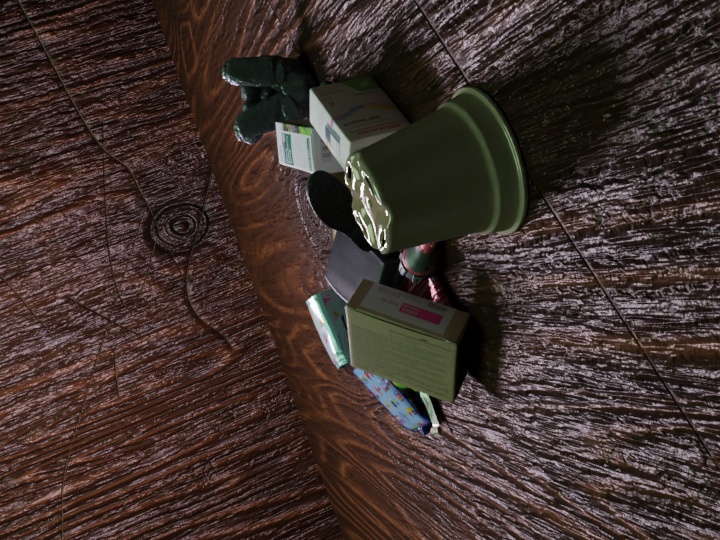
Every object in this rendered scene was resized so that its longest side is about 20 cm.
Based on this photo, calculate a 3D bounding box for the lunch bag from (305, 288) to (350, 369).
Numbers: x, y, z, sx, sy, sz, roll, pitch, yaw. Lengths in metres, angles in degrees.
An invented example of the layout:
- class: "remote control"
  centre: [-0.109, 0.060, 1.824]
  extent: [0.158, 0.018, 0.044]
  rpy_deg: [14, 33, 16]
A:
- class: "lunch bag"
  centre: [-0.036, 0.122, 1.921]
  extent: [0.200, 0.121, 0.172]
  rpy_deg: [14, -126, -78]

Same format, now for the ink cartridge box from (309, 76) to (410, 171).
- class: "ink cartridge box"
  centre: [0.008, -0.221, 1.397]
  extent: [0.068, 0.116, 0.201]
  rpy_deg: [96, 151, -44]

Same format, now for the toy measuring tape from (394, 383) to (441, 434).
- class: "toy measuring tape"
  centre: [0.101, 0.233, 1.734]
  extent: [0.074, 0.073, 0.202]
  rpy_deg: [144, 108, -75]

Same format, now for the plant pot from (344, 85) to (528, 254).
- class: "plant pot"
  centre: [0.086, -0.113, 1.139]
  extent: [0.200, 0.182, 0.202]
  rpy_deg: [160, 90, -76]

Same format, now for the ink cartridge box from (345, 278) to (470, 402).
- class: "ink cartridge box"
  centre: [0.080, 0.118, 1.475]
  extent: [0.198, 0.075, 0.166]
  rpy_deg: [19, 140, 19]

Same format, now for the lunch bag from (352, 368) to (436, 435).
- class: "lunch bag"
  centre: [0.084, 0.256, 1.842]
  extent: [0.201, 0.094, 0.151]
  rpy_deg: [58, 161, 9]

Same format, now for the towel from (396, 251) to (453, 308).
- class: "towel"
  centre: [0.091, 0.017, 1.542]
  extent: [0.201, 0.022, 0.145]
  rpy_deg: [64, 149, 22]

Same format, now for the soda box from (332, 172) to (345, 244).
- class: "soda box"
  centre: [-0.018, -0.102, 1.746]
  extent: [0.064, 0.067, 0.201]
  rpy_deg: [55, 160, 40]

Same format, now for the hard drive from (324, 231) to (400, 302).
- class: "hard drive"
  centre: [0.000, 0.000, 1.605]
  extent: [0.200, 0.042, 0.136]
  rpy_deg: [39, 118, 53]

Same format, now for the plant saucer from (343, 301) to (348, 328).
- class: "plant saucer"
  centre: [0.053, 0.118, 1.663]
  extent: [0.199, 0.036, 0.201]
  rpy_deg: [37, -155, -20]

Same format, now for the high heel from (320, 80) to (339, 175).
- class: "high heel"
  centre: [-0.044, -0.242, 1.640]
  extent: [0.143, 0.071, 0.202]
  rpy_deg: [-126, 29, -62]

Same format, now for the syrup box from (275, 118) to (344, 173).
- class: "syrup box"
  centre: [-0.083, -0.222, 1.561]
  extent: [0.200, 0.081, 0.080]
  rpy_deg: [-153, 57, -63]

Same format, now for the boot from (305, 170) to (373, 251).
- class: "boot"
  centre: [-0.053, -0.117, 1.518]
  extent: [0.200, 0.070, 0.132]
  rpy_deg: [49, 177, -42]

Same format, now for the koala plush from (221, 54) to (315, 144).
- class: "koala plush"
  centre: [-0.171, -0.360, 1.851]
  extent: [0.200, 0.182, 0.180]
  rpy_deg: [-33, -68, -84]

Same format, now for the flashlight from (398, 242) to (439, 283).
- class: "flashlight"
  centre: [0.105, -0.046, 1.381]
  extent: [0.200, 0.067, 0.068]
  rpy_deg: [107, 141, -68]
